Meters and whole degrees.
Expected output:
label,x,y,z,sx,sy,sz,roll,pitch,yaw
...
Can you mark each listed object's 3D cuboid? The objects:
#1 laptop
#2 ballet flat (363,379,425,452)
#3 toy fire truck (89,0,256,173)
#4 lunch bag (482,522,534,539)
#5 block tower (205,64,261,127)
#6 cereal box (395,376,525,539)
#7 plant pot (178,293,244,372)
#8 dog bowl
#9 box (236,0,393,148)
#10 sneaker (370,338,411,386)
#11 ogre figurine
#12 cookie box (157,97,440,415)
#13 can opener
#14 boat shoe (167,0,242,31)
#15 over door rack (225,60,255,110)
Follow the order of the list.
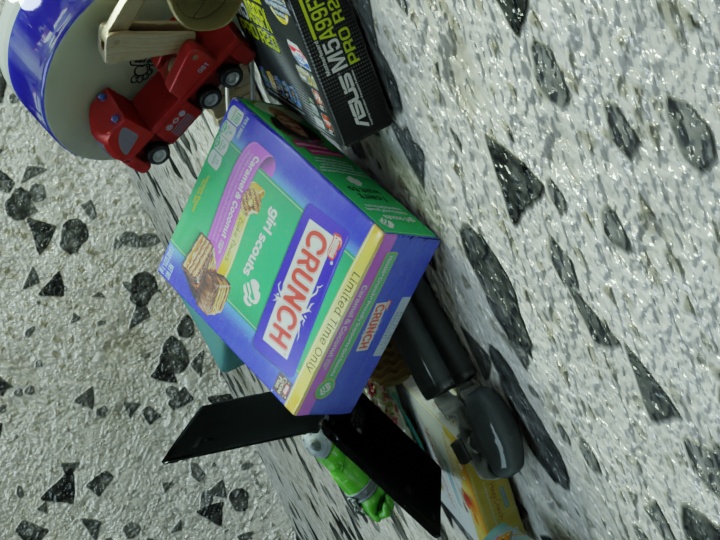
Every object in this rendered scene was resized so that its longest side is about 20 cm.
label,x,y,z,sx,sy,sz,roll,pitch,yaw
laptop,-0.040,0.163,1.231,0.200,0.116,0.187,43,-171,-3
ballet flat,0.005,0.121,1.350,0.202,0.063,0.076,68,166,-3
toy fire truck,-0.159,-0.179,1.167,0.141,0.200,0.049,30,-160,-51
lunch bag,0.159,0.324,1.173,0.201,0.121,0.170,57,168,-14
block tower,-0.163,-0.247,1.476,0.058,0.054,0.202,42,156,63
cereal box,0.082,0.165,1.350,0.200,0.039,0.145,42,155,62
plant pot,-0.123,-0.009,1.658,0.142,0.140,0.201,58,161,20
dog bowl,-0.200,-0.194,1.236,0.079,0.199,0.201,47,162,30
box,-0.053,-0.194,1.123,0.200,0.044,0.162,42,157,62
sneaker,0.000,0.000,1.272,0.090,0.074,0.202,-156,49,-71
ogre figurine,-0.013,0.131,1.434,0.097,0.202,0.120,-8,146,40
cookie box,-0.054,-0.012,1.171,0.200,0.075,0.172,42,116,33
can opener,0.075,0.077,1.191,0.066,0.052,0.201,-42,74,43
boat shoe,-0.106,-0.266,1.037,0.066,0.071,0.204,78,-170,-88
over door rack,-0.100,-0.165,1.379,0.148,0.066,0.202,-172,68,-75
